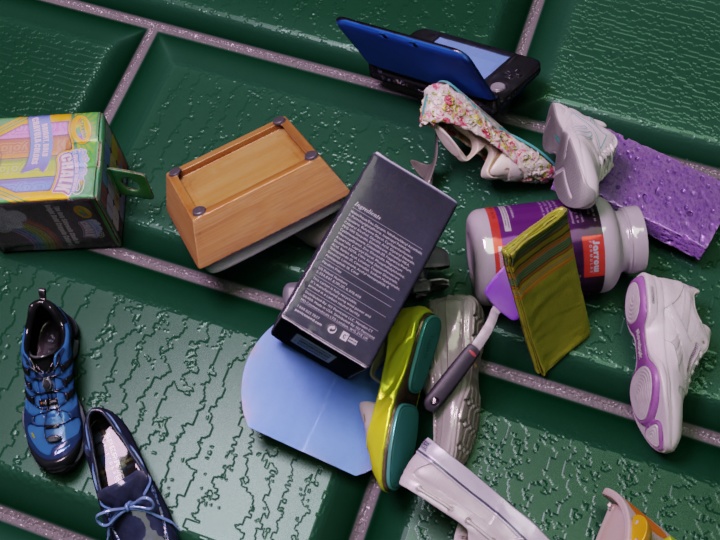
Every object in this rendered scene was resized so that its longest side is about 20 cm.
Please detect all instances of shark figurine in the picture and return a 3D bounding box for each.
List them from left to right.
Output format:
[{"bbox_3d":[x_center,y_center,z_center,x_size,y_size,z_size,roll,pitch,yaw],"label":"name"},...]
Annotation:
[{"bbox_3d":[0.024,-0.072,1.297,0.213,0.090,0.129,-27,67,-8],"label":"shark figurine"}]

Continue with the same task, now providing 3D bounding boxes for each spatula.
[{"bbox_3d":[0.131,0.071,1.173,0.056,0.021,0.201,42,75,-14],"label":"spatula"}]

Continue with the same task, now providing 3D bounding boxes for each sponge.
[{"bbox_3d":[0.344,-0.099,1.309,0.198,0.030,0.112,28,56,16],"label":"sponge"}]

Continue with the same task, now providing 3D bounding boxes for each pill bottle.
[{"bbox_3d":[0.224,-0.025,1.245,0.197,0.113,0.114,-7,63,0],"label":"pill bottle"}]

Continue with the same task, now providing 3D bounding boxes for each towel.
[{"bbox_3d":[0.208,0.027,1.178,0.086,0.201,0.018,-34,43,-13],"label":"towel"}]

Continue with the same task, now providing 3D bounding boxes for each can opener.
[{"bbox_3d":[0.007,0.009,1.271,0.197,0.053,0.068,-4,78,2],"label":"can opener"}]

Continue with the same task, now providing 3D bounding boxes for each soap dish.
[{"bbox_3d":[-0.130,-0.096,1.289,0.198,0.082,0.158,-27,37,-9],"label":"soap dish"}]

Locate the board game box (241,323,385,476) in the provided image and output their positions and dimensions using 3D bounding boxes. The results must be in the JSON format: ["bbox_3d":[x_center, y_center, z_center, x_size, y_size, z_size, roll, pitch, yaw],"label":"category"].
[{"bbox_3d":[-0.034,0.138,1.224,0.198,0.039,0.159,23,66,6],"label":"board game box"}]

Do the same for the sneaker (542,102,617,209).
[{"bbox_3d":[0.262,-0.135,1.247,0.079,0.071,0.201,9,34,-3],"label":"sneaker"}]

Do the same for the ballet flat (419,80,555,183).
[{"bbox_3d":[0.148,-0.150,1.309,0.199,0.076,0.064,34,76,-14],"label":"ballet flat"}]

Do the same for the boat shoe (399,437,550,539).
[{"bbox_3d":[0.121,0.269,1.119,0.201,0.075,0.086,40,85,-3],"label":"boat shoe"}]

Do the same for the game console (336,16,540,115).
[{"bbox_3d":[0.099,-0.278,1.330,0.199,0.119,0.171,24,51,32],"label":"game console"}]

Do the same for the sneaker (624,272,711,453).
[{"bbox_3d":[0.350,0.101,1.198,0.098,0.075,0.203,7,71,-13],"label":"sneaker"}]

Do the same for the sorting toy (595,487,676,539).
[{"bbox_3d":[0.298,0.348,1.073,0.179,0.107,0.201,34,67,-10],"label":"sorting toy"}]

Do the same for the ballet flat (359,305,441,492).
[{"bbox_3d":[0.035,0.135,1.171,0.066,0.067,0.203,9,80,31],"label":"ballet flat"}]

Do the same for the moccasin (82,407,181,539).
[{"bbox_3d":[-0.260,0.241,1.168,0.080,0.068,0.201,-30,67,-11],"label":"moccasin"}]

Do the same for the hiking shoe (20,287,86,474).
[{"bbox_3d":[-0.356,0.128,1.219,0.073,0.087,0.202,-12,64,-3],"label":"hiking shoe"}]

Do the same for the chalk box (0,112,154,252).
[{"bbox_3d":[-0.353,-0.108,1.315,0.197,0.125,0.125,-3,64,1],"label":"chalk box"}]

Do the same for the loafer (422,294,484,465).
[{"bbox_3d":[0.097,0.125,1.211,0.069,0.070,0.203,-3,64,24],"label":"loafer"}]

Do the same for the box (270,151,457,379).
[{"bbox_3d":[0.000,0.000,1.159,0.106,0.148,0.202,29,77,-3],"label":"box"}]
